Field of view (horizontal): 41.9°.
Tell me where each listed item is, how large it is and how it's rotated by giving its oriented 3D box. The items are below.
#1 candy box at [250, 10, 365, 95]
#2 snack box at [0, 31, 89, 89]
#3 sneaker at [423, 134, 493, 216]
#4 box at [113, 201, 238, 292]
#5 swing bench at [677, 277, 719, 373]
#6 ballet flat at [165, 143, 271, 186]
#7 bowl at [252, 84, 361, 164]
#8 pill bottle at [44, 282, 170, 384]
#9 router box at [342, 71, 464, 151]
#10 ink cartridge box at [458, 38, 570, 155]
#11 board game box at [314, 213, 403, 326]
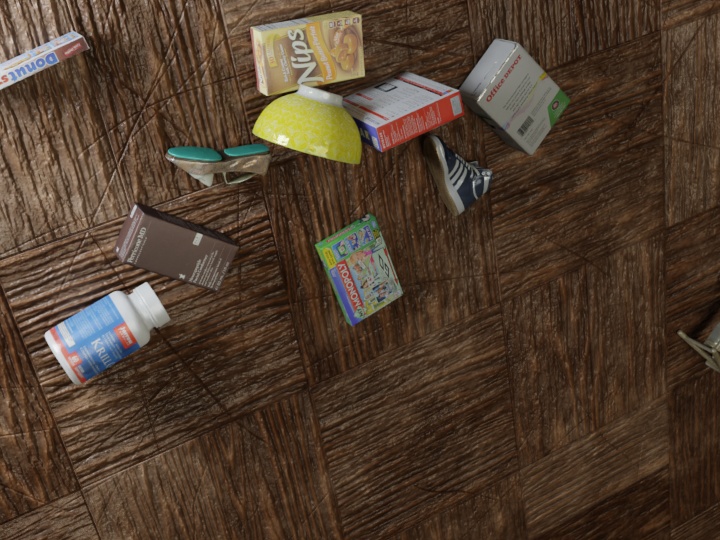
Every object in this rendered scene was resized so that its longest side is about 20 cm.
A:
[{"bbox_3d":[-0.093,-0.394,1.700,0.199,0.055,0.116,-17,119,-23],"label":"candy box"},{"bbox_3d":[-0.528,-0.321,1.474,0.200,0.072,0.024,-30,120,-16],"label":"snack box"},{"bbox_3d":[0.204,-0.217,1.934,0.108,0.070,0.200,-33,130,-8],"label":"sneaker"},{"bbox_3d":[-0.332,-0.041,1.704,0.200,0.075,0.100,19,100,-32],"label":"box"},{"bbox_3d":[0.990,0.160,2.506,0.200,0.130,0.199,38,89,-36],"label":"swing bench"},{"bbox_3d":[-0.253,-0.186,1.693,0.199,0.068,0.067,-5,120,-26],"label":"ballet flat"},{"bbox_3d":[-0.082,-0.268,1.674,0.200,0.200,0.108,11,102,-32],"label":"bowl"},{"bbox_3d":[-0.447,0.106,1.676,0.200,0.112,0.112,-33,123,-14],"label":"pill bottle"},{"bbox_3d":[0.063,-0.299,1.743,0.179,0.200,0.049,-26,121,-16],"label":"router box"},{"bbox_3d":[0.315,-0.356,1.931,0.200,0.084,0.145,35,91,-36],"label":"ink cartridge box"},{"bbox_3d":[0.000,0.000,1.937,0.134,0.029,0.200,-32,122,-16],"label":"board game box"}]
